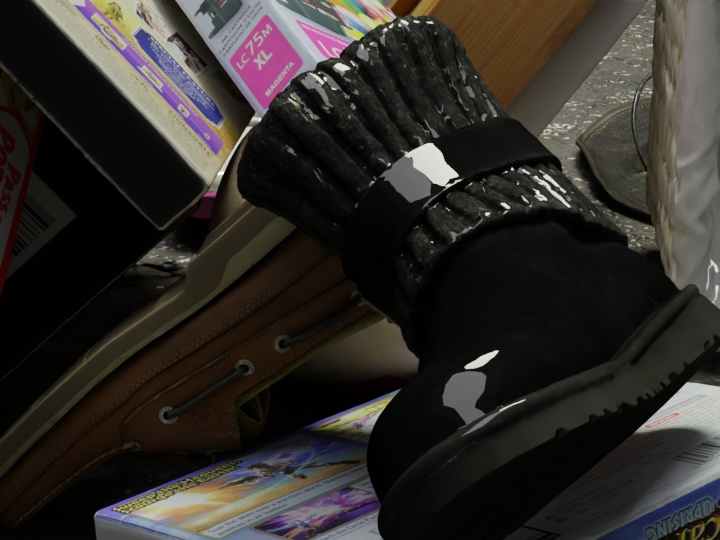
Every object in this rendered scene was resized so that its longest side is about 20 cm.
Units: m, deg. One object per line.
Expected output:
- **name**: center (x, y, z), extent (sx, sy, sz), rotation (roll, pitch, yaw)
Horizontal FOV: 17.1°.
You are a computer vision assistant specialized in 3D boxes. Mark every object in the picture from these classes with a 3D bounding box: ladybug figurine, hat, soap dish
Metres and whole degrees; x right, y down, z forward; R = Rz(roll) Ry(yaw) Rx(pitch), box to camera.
- **ladybug figurine**: center (0.000, 0.000, 0.995), extent (0.136, 0.072, 0.200), rotation (54, 22, 17)
- **hat**: center (0.206, -0.091, 1.242), extent (0.200, 0.081, 0.201), rotation (-1, 22, 0)
- **soap dish**: center (0.051, -0.104, 1.147), extent (0.081, 0.200, 0.157), rotation (37, 20, -10)

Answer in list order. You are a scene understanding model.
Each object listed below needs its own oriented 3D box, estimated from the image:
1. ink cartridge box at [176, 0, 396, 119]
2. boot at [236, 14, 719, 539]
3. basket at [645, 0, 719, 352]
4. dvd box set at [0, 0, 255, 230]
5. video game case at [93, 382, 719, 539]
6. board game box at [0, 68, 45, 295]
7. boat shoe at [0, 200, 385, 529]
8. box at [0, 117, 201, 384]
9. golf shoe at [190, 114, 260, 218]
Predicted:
- **ink cartridge box**: center (-0.030, -0.110, 1.009), extent (0.119, 0.042, 0.200), rotation (22, 22, -44)
- **boot**: center (0.020, 0.001, 0.753), extent (0.158, 0.079, 0.211), rotation (47, 24, 9)
- **basket**: center (0.227, -0.083, 1.057), extent (0.199, 0.199, 0.161), rotation (-1, 22, -3)
- **dvd box set**: center (-0.104, -0.100, 0.956), extent (0.029, 0.146, 0.200), rotation (-41, 9, 14)
- **video game case**: center (0.040, 0.086, 0.831), extent (0.200, 0.046, 0.181), rotation (-20, 18, -37)
- **board game box**: center (-0.214, 0.011, 0.900), extent (0.151, 0.201, 0.046), rotation (6, -19, 18)
- **boat shoe**: center (-0.063, 0.042, 0.880), extent (0.200, 0.068, 0.072), rotation (-41, 7, 21)
- **box**: center (-0.152, -0.051, 1.055), extent (0.148, 0.107, 0.200), rotation (-41, 17, 15)
- **golf shoe**: center (-0.048, -0.088, 1.249), extent (0.075, 0.092, 0.200), rotation (7, 25, 20)
